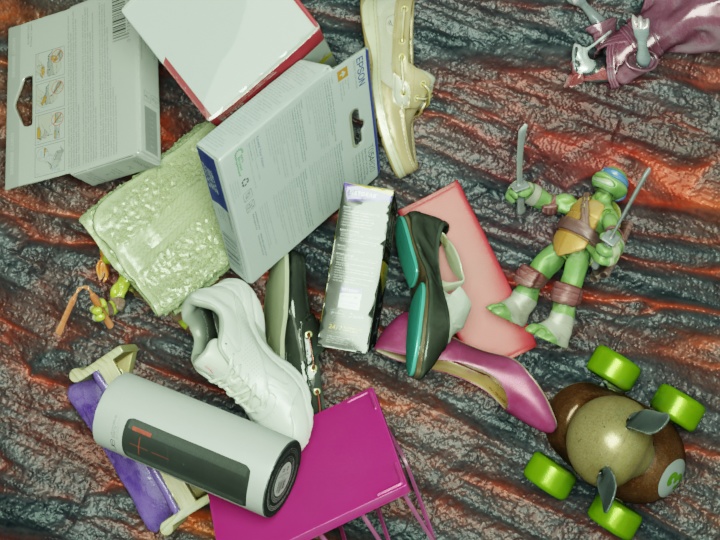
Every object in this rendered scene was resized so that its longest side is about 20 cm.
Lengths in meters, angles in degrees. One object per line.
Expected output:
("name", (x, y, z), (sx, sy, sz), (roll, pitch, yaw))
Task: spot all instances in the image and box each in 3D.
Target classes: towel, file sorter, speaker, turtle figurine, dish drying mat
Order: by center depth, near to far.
("speaker", (-0.162, 0.169, 1.147), (0.198, 0.081, 0.082), (19, 90, 18))
("turtle figurine", (0.197, -0.034, 1.192), (0.143, 0.200, 0.195), (26, 93, 15))
("file sorter", (-0.039, 0.247, 1.203), (0.198, 0.140, 0.126), (-26, 130, 3))
("towel", (-0.183, -0.058, 1.243), (0.149, 0.036, 0.200), (48, 64, 0))
("turtle figurine", (-0.227, 0.015, 1.263), (0.160, 0.064, 0.201), (32, 70, -6))
("dish drying mat", (0.117, 0.008, 1.274), (0.076, 0.018, 0.202), (-26, 87, 3))

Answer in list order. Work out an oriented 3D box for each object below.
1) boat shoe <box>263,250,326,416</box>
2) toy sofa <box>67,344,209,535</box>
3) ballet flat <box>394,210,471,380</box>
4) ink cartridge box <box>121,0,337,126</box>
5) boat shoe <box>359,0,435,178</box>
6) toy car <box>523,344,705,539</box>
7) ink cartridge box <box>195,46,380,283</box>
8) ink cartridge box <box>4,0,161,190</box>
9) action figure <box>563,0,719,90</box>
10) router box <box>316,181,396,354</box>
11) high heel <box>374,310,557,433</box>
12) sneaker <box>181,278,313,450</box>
("boat shoe", (-0.069, 0.077, 1.259), (0.062, 0.074, 0.204), (0, 84, -19))
("toy sofa", (-0.241, 0.186, 1.253), (0.097, 0.083, 0.201), (-31, 87, 0))
("ballet flat", (0.078, 0.021, 1.200), (0.068, 0.068, 0.202), (4, 56, -10))
("ink cartridge box", (-0.126, -0.237, 1.202), (0.144, 0.200, 0.146), (-40, 86, 3))
("boat shoe", (0.046, -0.203, 1.255), (0.068, 0.074, 0.202), (-10, 88, 7))
("toy car", (0.267, 0.181, 1.171), (0.157, 0.200, 0.165), (31, 90, 3))
("ink cartridge box", (-0.067, -0.112, 1.183), (0.040, 0.200, 0.200), (37, 64, 28))
("ink cartridge box", (-0.301, -0.191, 1.260), (0.175, 0.045, 0.202), (-12, 71, 23))
("action figure", (0.306, -0.250, 1.250), (0.199, 0.135, 0.149), (-34, 130, 13))
("router box", (0.000, 0.000, 1.188), (0.052, 0.200, 0.159), (9, 88, 3))
("high heel", (0.109, 0.114, 1.211), (0.096, 0.067, 0.200), (-38, 75, -20))
("sneaker", (-0.125, 0.104, 1.179), (0.078, 0.099, 0.201), (-43, 71, 30))
